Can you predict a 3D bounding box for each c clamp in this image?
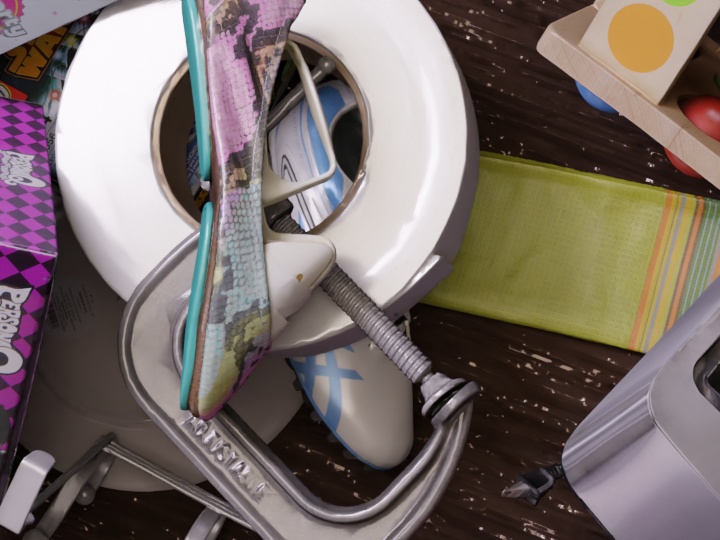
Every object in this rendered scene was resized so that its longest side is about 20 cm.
[{"bbox_3d":[-0.021,0.030,1.136,0.171,0.027,0.200,-39,81,3],"label":"c clamp"}]

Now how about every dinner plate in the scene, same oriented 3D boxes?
[{"bbox_3d":[-0.113,0.014,1.289,0.199,0.024,0.202,-1,81,8],"label":"dinner plate"}]

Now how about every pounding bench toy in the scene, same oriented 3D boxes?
[{"bbox_3d":[0.201,-0.141,1.230,0.124,0.200,0.156,38,119,13],"label":"pounding bench toy"}]

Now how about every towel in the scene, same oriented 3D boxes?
[{"bbox_3d":[0.121,-0.006,1.266,0.199,0.018,0.087,13,83,9],"label":"towel"}]

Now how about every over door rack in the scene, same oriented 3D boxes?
[{"bbox_3d":[-0.090,0.140,1.173,0.147,0.200,0.067,27,92,4],"label":"over door rack"}]

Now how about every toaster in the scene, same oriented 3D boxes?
[{"bbox_3d":[0.207,0.088,1.151,0.181,0.119,0.200,45,64,4],"label":"toaster"}]

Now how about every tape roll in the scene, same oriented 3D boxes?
[{"bbox_3d":[-0.042,-0.058,1.196,0.201,0.071,0.204,-1,84,7],"label":"tape roll"}]

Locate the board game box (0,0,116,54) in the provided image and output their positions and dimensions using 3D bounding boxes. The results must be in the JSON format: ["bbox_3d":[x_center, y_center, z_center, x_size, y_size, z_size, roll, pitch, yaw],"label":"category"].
[{"bbox_3d":[-0.179,-0.168,1.231,0.199,0.148,0.064,-21,123,23],"label":"board game box"}]

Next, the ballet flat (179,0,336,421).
[{"bbox_3d":[-0.045,-0.033,1.108,0.071,0.069,0.201,1,86,-7],"label":"ballet flat"}]

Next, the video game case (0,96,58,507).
[{"bbox_3d":[-0.182,0.033,1.180,0.036,0.200,0.182,12,111,-14],"label":"video game case"}]

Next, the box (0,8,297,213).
[{"bbox_3d":[-0.103,-0.123,1.286,0.136,0.040,0.201,28,79,14],"label":"box"}]

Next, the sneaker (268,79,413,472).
[{"bbox_3d":[0.000,0.000,1.248,0.072,0.072,0.201,-18,76,36],"label":"sneaker"}]
